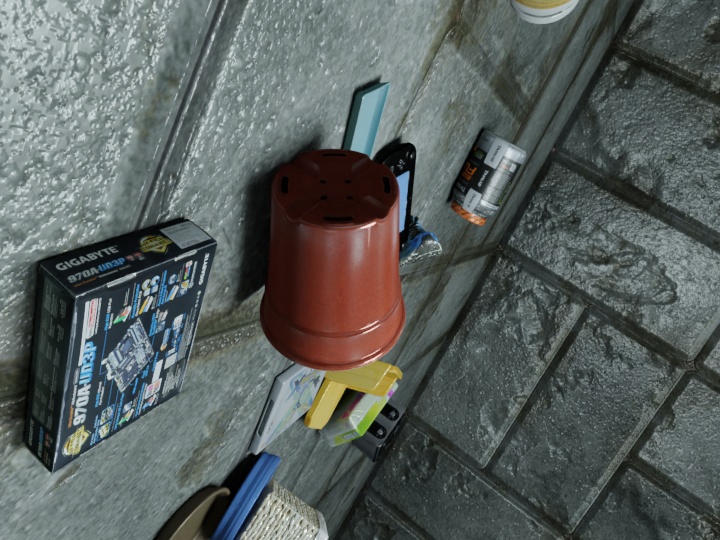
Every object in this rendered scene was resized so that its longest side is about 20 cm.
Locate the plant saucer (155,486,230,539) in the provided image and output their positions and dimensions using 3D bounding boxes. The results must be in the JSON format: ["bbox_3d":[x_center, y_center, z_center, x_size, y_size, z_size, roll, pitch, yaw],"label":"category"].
[{"bbox_3d":[-0.302,0.458,1.007,0.201,0.029,0.202,-52,162,-23],"label":"plant saucer"}]

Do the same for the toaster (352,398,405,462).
[{"bbox_3d":[0.069,0.574,2.110,0.181,0.117,0.202,-47,159,-31],"label":"toaster"}]

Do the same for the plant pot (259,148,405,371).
[{"bbox_3d":[-0.032,-0.022,0.706,0.201,0.197,0.199,-44,150,-38],"label":"plant pot"}]

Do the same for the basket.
[{"bbox_3d":[-0.187,0.582,1.240,0.200,0.159,0.200,-54,-178,-12],"label":"basket"}]

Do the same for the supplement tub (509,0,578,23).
[{"bbox_3d":[0.278,-0.477,0.859,0.147,0.143,0.200,-57,163,0],"label":"supplement tub"}]

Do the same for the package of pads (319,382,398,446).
[{"bbox_3d":[-0.007,0.362,1.530,0.154,0.069,0.200,-36,-175,45],"label":"package of pads"}]

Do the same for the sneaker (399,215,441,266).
[{"bbox_3d":[0.093,-0.060,1.103,0.076,0.093,0.200,-14,-178,-11],"label":"sneaker"}]

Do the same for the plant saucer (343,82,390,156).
[{"bbox_3d":[-0.006,-0.161,0.808,0.070,0.019,0.204,-41,155,-45],"label":"plant saucer"}]

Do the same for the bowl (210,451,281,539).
[{"bbox_3d":[-0.223,0.447,1.131,0.204,0.039,0.201,-59,176,-7],"label":"bowl"}]

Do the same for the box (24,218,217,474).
[{"bbox_3d":[-0.219,0.065,0.538,0.158,0.045,0.204,-32,149,-56],"label":"box"}]

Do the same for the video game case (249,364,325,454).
[{"bbox_3d":[-0.128,0.244,1.146,0.199,0.022,0.186,-30,147,-59],"label":"video game case"}]

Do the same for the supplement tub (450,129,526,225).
[{"bbox_3d":[0.304,-0.222,1.410,0.204,0.121,0.122,-64,162,17],"label":"supplement tub"}]

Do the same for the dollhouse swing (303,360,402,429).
[{"bbox_3d":[-0.012,0.295,1.343,0.200,0.176,0.181,62,42,-71],"label":"dollhouse swing"}]

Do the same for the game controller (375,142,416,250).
[{"bbox_3d":[0.052,-0.107,0.967,0.104,0.041,0.205,-43,144,-46],"label":"game controller"}]
